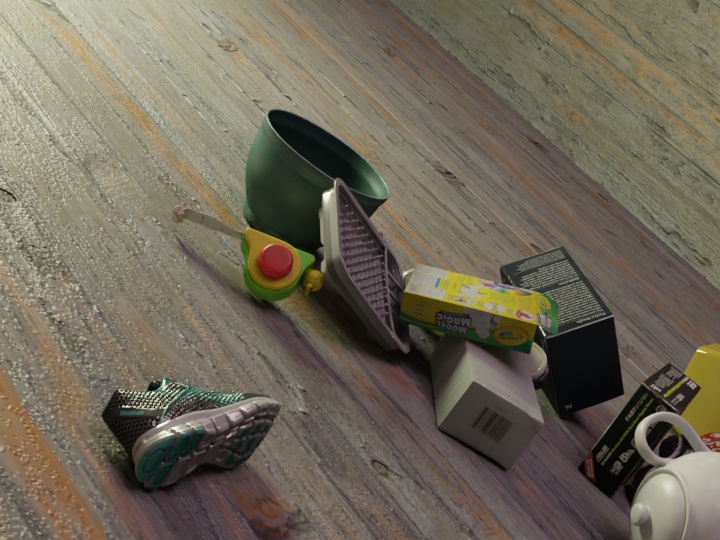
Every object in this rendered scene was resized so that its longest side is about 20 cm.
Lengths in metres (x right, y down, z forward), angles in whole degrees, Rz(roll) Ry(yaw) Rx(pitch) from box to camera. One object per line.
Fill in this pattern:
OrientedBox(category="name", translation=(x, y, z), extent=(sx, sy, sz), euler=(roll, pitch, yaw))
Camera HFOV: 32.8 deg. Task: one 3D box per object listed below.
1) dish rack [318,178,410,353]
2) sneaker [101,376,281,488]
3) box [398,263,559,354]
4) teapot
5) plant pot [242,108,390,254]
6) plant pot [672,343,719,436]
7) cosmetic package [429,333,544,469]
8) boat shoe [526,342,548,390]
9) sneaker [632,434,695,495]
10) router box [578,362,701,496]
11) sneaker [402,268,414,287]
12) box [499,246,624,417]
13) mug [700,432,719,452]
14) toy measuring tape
OrientedBox(category="dish rack", translation=(0.000, 0.000, 1.546), extent=(0.172, 0.043, 0.200), euler=(-93, 156, -43))
OrientedBox(category="sneaker", translation=(-0.146, 0.125, 1.075), extent=(0.091, 0.078, 0.200), euler=(39, 16, 23))
OrientedBox(category="box", translation=(0.156, 0.050, 1.580), extent=(0.198, 0.049, 0.117), euler=(12, 21, 8))
OrientedBox(category="teapot", translation=(0.384, 0.296, 1.445), extent=(0.145, 0.199, 0.200), euler=(17, 12, -17))
OrientedBox(category="plant pot", translation=(-0.078, -0.106, 1.661), extent=(0.200, 0.135, 0.201), euler=(32, 18, -12))
OrientedBox(category="plant pot", translation=(0.629, 0.225, 2.057), extent=(0.176, 0.201, 0.200), euler=(32, 15, 25))
OrientedBox(category="cosmetic package", translation=(0.156, 0.148, 1.550), extent=(0.112, 0.081, 0.200), euler=(32, 17, -10))
OrientedBox(category="boat shoe", translation=(0.184, 0.101, 1.738), extent=(0.199, 0.074, 0.060), euler=(31, -22, 29))
OrientedBox(category="sneaker", translation=(0.438, 0.298, 1.706), extent=(0.200, 0.073, 0.081), euler=(-25, 107, -54))
OrientedBox(category="router box", translation=(0.388, 0.215, 1.688), extent=(0.062, 0.150, 0.200), euler=(39, 18, 16))
OrientedBox(category="sneaker", translation=(0.139, 0.046, 1.695), extent=(0.199, 0.078, 0.082), euler=(27, -22, 26))
OrientedBox(category="box", translation=(0.294, 0.086, 1.799), extent=(0.200, 0.106, 0.149), euler=(-113, -173, -56))
OrientedBox(category="mug", translation=(0.550, 0.311, 1.740), extent=(0.133, 0.178, 0.200), euler=(42, -14, -15))
OrientedBox(category="toy measuring tape", translation=(-0.140, -0.013, 1.453), extent=(0.199, 0.074, 0.074), euler=(22, 19, -1))
